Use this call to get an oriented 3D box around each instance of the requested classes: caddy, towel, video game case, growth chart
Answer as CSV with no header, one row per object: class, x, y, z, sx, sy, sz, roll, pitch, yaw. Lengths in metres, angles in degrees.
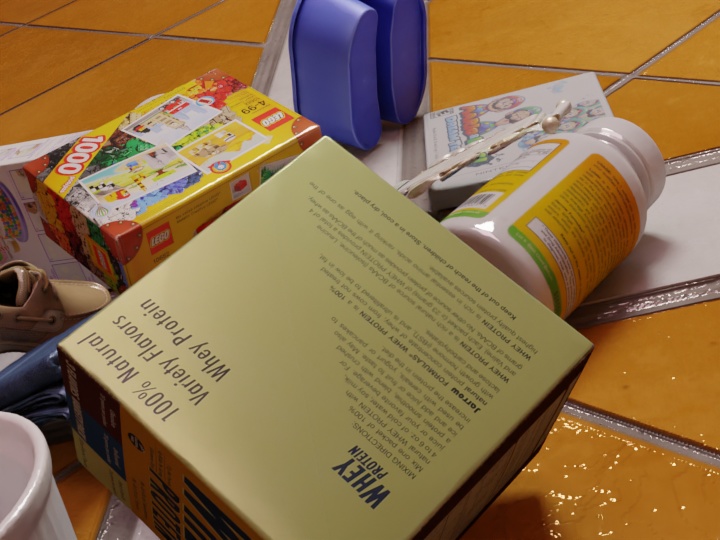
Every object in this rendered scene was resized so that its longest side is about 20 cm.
caddy,-0.009,-0.224,1.287,0.105,0.201,0.141,26,46,32
towel,-0.235,0.083,0.939,0.200,0.049,0.112,-25,13,48
video game case,0.152,-0.128,1.183,0.181,0.024,0.200,-14,27,8
growth chart,0.090,-0.093,1.032,0.200,0.018,0.145,-25,7,28

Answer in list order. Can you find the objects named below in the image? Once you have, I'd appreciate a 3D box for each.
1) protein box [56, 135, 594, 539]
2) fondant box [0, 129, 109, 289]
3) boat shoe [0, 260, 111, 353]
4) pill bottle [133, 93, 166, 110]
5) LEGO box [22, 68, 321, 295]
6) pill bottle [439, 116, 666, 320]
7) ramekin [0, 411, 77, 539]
protein box,-0.021,0.074,0.680,0.198,0.135,0.200,39,60,18
fondant box,-0.308,-0.049,1.185,0.199,0.145,0.058,-7,29,20
boat shoe,-0.285,0.029,1.042,0.071,0.065,0.200,35,26,28
pill bottle,-0.156,-0.101,1.220,0.114,0.115,0.200,-28,31,-20
LEGO box,-0.150,-0.073,1.021,0.200,0.077,0.149,-33,46,-28
pill bottle,0.143,-0.034,0.916,0.111,0.111,0.200,10,38,43
ramekin,-0.274,0.187,0.776,0.200,0.098,0.201,-15,27,8
